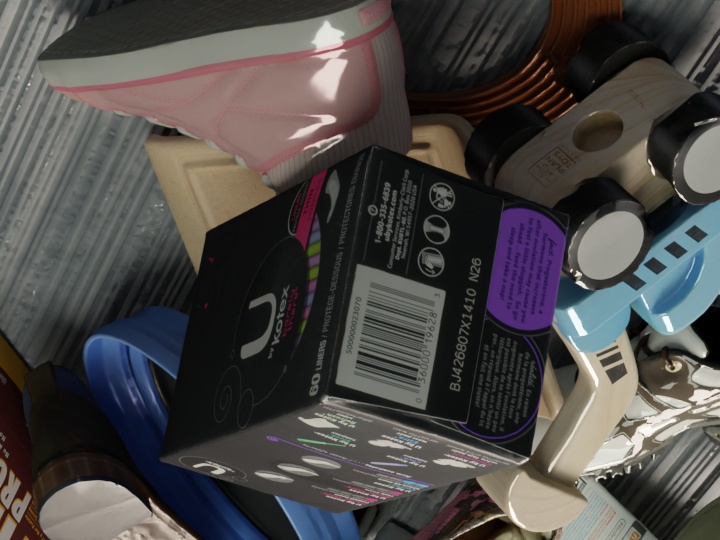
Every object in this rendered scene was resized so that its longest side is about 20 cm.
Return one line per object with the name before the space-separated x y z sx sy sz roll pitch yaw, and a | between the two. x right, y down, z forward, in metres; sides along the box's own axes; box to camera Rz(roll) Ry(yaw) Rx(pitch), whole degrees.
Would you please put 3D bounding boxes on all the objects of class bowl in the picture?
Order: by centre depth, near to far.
bowl | -0.073 0.106 1.462 0.200 0.039 0.201 43 156 24

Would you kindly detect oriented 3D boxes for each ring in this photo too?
ring | 0.027 -0.130 1.294 0.199 0.019 0.201 6 136 6

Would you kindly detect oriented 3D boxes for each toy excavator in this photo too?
toy excavator | 0.118 0.014 1.302 0.194 0.100 0.200 -38 132 -6

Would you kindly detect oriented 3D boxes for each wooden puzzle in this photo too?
wooden puzzle | 0.000 0.000 1.390 0.199 0.037 0.186 0 126 30

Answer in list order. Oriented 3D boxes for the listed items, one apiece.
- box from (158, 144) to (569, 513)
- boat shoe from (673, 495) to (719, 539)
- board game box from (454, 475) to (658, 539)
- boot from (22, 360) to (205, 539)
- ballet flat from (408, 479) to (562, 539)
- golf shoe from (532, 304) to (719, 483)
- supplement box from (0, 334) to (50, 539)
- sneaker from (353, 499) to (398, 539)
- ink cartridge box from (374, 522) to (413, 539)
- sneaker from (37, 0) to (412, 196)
box | -0.003 0.032 1.246 0.105 0.123 0.200 18 161 -21
boat shoe | 0.234 0.141 1.459 0.060 0.072 0.201 31 115 -27
board game box | 0.117 0.206 1.519 0.200 0.148 0.064 44 169 -28
boot | -0.132 0.132 1.513 0.074 0.097 0.200 -24 142 3
ballet flat | 0.027 0.182 1.398 0.069 0.200 0.071 51 170 -11
golf shoe | 0.151 0.053 1.419 0.198 0.078 0.095 -9 127 8
supplement box | -0.287 0.150 1.514 0.196 0.201 0.133 -14 131 25
sneaker | -0.016 0.131 1.519 0.074 0.087 0.201 14 137 -5
ink cartridge box | -0.005 0.271 1.576 0.084 0.201 0.146 31 133 -15
sneaker | -0.062 -0.077 1.294 0.199 0.075 0.105 -3 119 32
